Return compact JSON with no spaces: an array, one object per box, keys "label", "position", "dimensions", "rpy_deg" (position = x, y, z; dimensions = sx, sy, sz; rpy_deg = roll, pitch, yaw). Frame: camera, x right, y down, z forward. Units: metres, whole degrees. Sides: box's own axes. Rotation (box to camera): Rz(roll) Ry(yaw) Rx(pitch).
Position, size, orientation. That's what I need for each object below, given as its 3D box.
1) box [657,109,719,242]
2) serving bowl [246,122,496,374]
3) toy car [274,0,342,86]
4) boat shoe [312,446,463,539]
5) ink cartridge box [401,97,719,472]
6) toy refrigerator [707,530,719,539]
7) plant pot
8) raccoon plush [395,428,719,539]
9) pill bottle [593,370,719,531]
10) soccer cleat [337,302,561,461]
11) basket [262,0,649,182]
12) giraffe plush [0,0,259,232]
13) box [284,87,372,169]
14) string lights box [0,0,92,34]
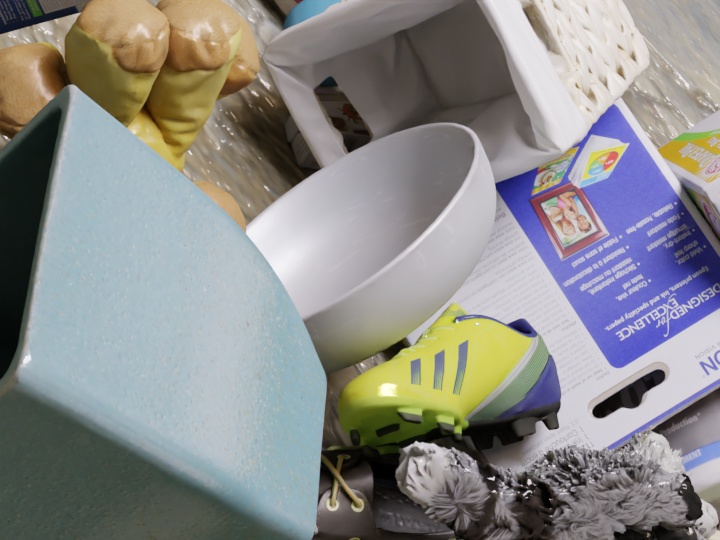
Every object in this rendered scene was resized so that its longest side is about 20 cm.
[{"label":"box","position":[0.265,-0.044,1.677],"dimensions":[0.113,0.101,0.200],"rpy_deg":[58,1,-10]},{"label":"serving bowl","position":[0.000,0.000,1.557],"dimensions":[0.066,0.200,0.200],"rpy_deg":[56,34,-21]},{"label":"toy car","position":[0.049,-0.236,1.797],"dimensions":[0.176,0.200,0.185],"rpy_deg":[20,42,-23]},{"label":"boat shoe","position":[-0.006,0.129,1.513],"dimensions":[0.201,0.061,0.072],"rpy_deg":[11,47,-31]},{"label":"ink cartridge box","position":[0.127,0.021,1.643],"dimensions":[0.197,0.047,0.200],"rpy_deg":[-30,71,-3]},{"label":"toy refrigerator","position":[0.266,0.223,1.632],"dimensions":[0.199,0.070,0.076],"rpy_deg":[21,42,-22]},{"label":"plant pot","position":[-0.127,0.072,1.303],"dimensions":[0.200,0.196,0.197],"rpy_deg":[31,39,-25]},{"label":"raccoon plush","position":[0.117,0.115,1.523],"dimensions":[0.200,0.097,0.134],"rpy_deg":[33,13,-12]},{"label":"pill bottle","position":[0.201,0.073,1.691],"dimensions":[0.113,0.114,0.200],"rpy_deg":[7,48,-34]},{"label":"soccer cleat","position":[0.045,0.060,1.524],"dimensions":[0.200,0.065,0.084],"rpy_deg":[1,71,-55]},{"label":"basket","position":[0.063,-0.130,1.646],"dimensions":[0.123,0.200,0.136],"rpy_deg":[-38,103,-40]},{"label":"giraffe plush","position":[-0.131,-0.044,1.505],"dimensions":[0.172,0.200,0.163],"rpy_deg":[-5,70,-48]},{"label":"box","position":[0.044,-0.084,1.775],"dimensions":[0.199,0.041,0.039],"rpy_deg":[6,50,-34]},{"label":"string lights box","position":[-0.218,-0.187,1.521],"dimensions":[0.059,0.199,0.103],"rpy_deg":[-39,113,-50]}]
